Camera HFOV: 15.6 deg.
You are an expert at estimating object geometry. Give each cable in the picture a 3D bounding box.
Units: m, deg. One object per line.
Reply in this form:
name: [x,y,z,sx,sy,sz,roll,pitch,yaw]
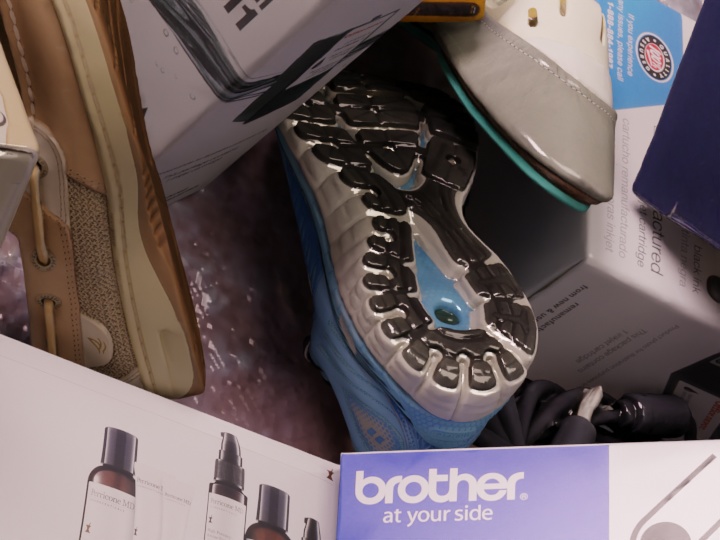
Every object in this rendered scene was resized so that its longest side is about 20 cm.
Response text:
cable: [0.107,0.121,0.937,0.163,0.051,0.200,24,42,-45]

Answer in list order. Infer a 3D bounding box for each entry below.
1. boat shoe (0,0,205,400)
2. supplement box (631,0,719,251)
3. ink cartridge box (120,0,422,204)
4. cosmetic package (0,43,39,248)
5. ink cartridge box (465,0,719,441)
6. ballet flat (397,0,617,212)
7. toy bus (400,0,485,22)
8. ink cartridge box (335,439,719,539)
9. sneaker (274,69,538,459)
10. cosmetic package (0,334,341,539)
boat shoe: [-0.098,-0.037,0.817,0.071,0.064,0.200,-101,179,-59]
supplement box: [0.218,-0.057,0.983,0.200,0.110,0.109,-9,37,-43]
ink cartridge box: [-0.062,-0.120,0.873,0.083,0.200,0.147,-27,82,-46]
cosmetic package: [-0.166,-0.068,0.780,0.073,0.104,0.200,5,43,-30]
ink cartridge box: [0.145,-0.008,1.057,0.200,0.084,0.145,25,50,-27]
ballet flat: [0.058,-0.089,0.985,0.067,0.064,0.200,33,12,-28]
toy bus: [0.014,-0.164,0.994,0.065,0.078,0.200,2,30,-2]
ink cartridge box: [0.092,0.105,0.842,0.200,0.044,0.094,-2,57,9]
sneaker: [0.000,0.000,0.943,0.078,0.090,0.200,9,38,-18]
cosmetic package: [-0.100,0.072,0.827,0.200,0.051,0.083,23,50,-28]
